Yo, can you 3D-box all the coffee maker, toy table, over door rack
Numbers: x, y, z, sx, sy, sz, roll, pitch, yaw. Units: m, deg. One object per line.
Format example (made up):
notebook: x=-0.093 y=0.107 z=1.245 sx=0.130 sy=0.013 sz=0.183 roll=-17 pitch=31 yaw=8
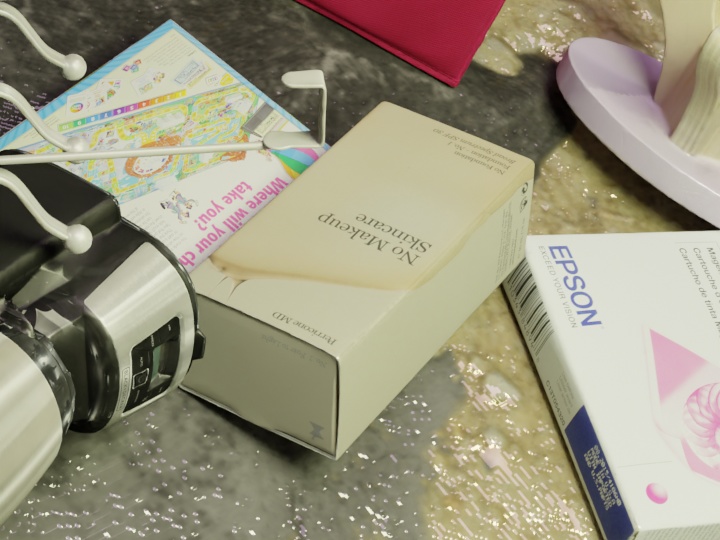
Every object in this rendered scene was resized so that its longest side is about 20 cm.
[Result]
coffee maker: x=-0.199 y=0.031 z=0.937 sx=0.192 sy=0.135 sz=0.200 roll=44 pitch=43 yaw=2
toy table: x=0.226 y=-0.113 z=1.246 sx=0.200 sy=0.117 sz=0.184 roll=34 pitch=32 yaw=8
over door rack: x=-0.113 y=-0.082 z=0.951 sx=0.199 sy=0.067 sz=0.148 roll=-13 pitch=42 yaw=2

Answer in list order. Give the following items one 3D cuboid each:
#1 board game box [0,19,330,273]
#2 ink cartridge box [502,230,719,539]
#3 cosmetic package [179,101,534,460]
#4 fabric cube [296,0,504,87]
board game box: x=-0.118 y=-0.044 z=1.112 sx=0.134 sy=0.034 sz=0.200 roll=39 pitch=48 yaw=10
ink cartridge box: x=0.199 y=0.064 z=1.162 sx=0.199 sy=0.043 sz=0.197 roll=-3 pitch=54 yaw=-25
cosmetic package: x=0.000 y=0.000 z=1.087 sx=0.103 sy=0.073 sz=0.200 roll=23 pitch=42 yaw=22
fabric cube: x=0.038 y=-0.277 z=1.263 sx=0.196 sy=0.200 sz=0.200 roll=28 pitch=47 yaw=-1
